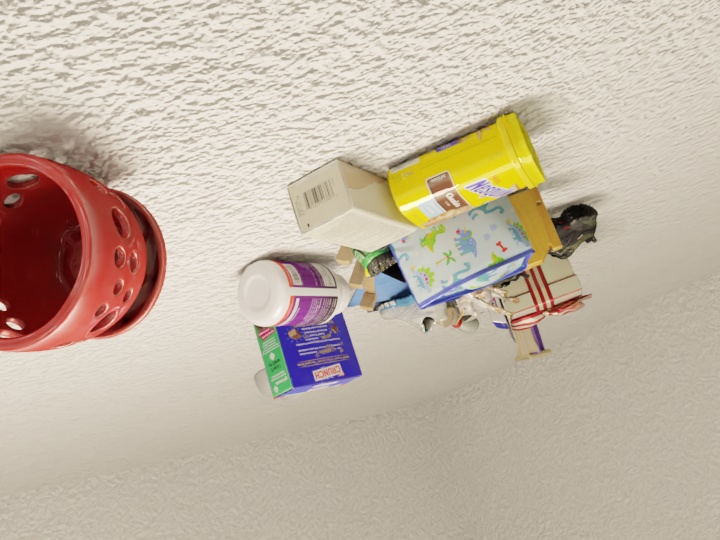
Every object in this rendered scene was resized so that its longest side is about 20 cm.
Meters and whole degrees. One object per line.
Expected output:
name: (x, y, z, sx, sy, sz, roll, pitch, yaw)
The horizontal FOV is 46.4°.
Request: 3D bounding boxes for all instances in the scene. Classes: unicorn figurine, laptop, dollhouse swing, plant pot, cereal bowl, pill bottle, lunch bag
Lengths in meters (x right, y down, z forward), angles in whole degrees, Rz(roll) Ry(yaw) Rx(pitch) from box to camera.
unicorn figurine: (0.240, 0.055, 1.673, 0.074, 0.137, 0.200, -57, 146, -19)
laptop: (0.105, 0.034, 1.675, 0.187, 0.116, 0.200, -9, -160, -32)
dollhouse swing: (0.261, -0.040, 1.554, 0.200, 0.182, 0.176, -22, 152, 11)
plant pot: (-0.328, -0.014, 0.913, 0.200, 0.201, 0.182, -22, 172, 13)
cereal bowl: (-0.188, 0.303, 2.315, 0.200, 0.083, 0.200, -17, 163, -5)
pill bottle: (-0.111, 0.041, 1.472, 0.112, 0.113, 0.200, -29, 161, 33)
lunch bag: (0.150, -0.048, 1.343, 0.200, 0.170, 0.127, -23, 164, -5)

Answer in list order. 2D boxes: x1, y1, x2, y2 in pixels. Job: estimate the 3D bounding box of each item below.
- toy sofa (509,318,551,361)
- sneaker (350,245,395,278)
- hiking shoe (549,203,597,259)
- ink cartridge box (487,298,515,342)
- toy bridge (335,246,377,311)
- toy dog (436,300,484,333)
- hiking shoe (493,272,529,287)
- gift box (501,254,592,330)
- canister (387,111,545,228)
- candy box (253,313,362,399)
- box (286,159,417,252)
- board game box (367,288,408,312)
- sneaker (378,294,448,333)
toy sofa: (0.451, 0.139, 2.271, 0.083, 0.200, 0.098, -7, 165, -34)
sneaker: (0.028, -0.042, 1.439, 0.078, 0.085, 0.200, -34, 177, 5)
hiking shoe: (0.384, -0.056, 1.678, 0.200, 0.076, 0.101, -18, 122, -3)
ink cartridge box: (0.291, 0.063, 1.836, 0.037, 0.200, 0.095, -22, 163, 10)
toy bridge: (0.000, 0.000, 1.536, 0.027, 0.067, 0.200, 10, 153, 20)
toy dog: (0.207, 0.076, 1.862, 0.096, 0.132, 0.200, -61, 160, 5)
hiking shoe: (0.256, 0.007, 1.718, 0.101, 0.076, 0.200, 28, 170, -20)
gift box: (0.390, 0.020, 1.832, 0.184, 0.187, 0.200, -23, 163, 15)
canister: (0.155, -0.139, 1.223, 0.200, 0.087, 0.149, -22, 164, 17)
candy box: (-0.108, 0.133, 1.621, 0.169, 0.200, 0.077, -4, 159, -40)
box: (-0.008, -0.088, 1.220, 0.095, 0.078, 0.200, -26, 163, 23)
board game box: (0.122, 0.040, 1.869, 0.200, 0.035, 0.135, -11, 163, -25)
sneaker: (0.110, 0.093, 1.757, 0.075, 0.087, 0.200, -10, 173, -35)
